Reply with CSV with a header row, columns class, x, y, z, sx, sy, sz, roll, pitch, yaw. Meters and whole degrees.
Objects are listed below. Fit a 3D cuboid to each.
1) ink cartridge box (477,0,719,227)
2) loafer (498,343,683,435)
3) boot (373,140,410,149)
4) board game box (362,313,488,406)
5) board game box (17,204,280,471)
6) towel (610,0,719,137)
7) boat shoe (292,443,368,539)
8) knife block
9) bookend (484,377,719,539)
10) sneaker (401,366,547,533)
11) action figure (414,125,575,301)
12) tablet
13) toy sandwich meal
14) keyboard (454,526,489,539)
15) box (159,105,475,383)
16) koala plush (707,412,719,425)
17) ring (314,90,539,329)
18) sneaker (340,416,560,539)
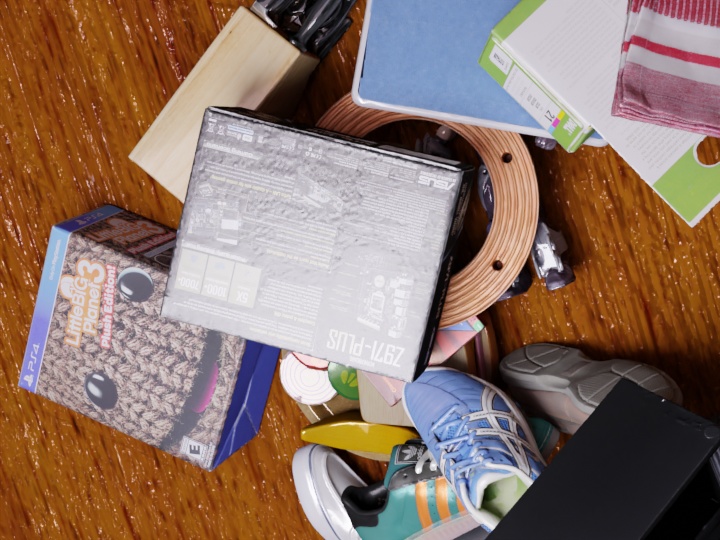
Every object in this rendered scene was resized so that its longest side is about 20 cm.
class,x,y,z,sx,sy,sz,roll,pitch,yaw
ink cartridge box,0.208,-0.142,1.127,0.148,0.076,0.200,-44,86,-10
loafer,0.185,0.106,1.202,0.200,0.072,0.063,18,130,59
boot,-0.037,-0.067,1.294,0.200,0.074,0.076,-1,82,19
board game box,0.000,0.000,1.235,0.103,0.019,0.200,-42,81,16
board game box,-0.178,0.056,1.354,0.200,0.097,0.160,21,110,15
towel,0.261,-0.191,1.088,0.144,0.023,0.200,10,80,-3
boat shoe,0.019,0.227,1.335,0.065,0.074,0.200,-29,102,32
knife block,-0.084,-0.166,1.223,0.064,0.200,0.176,39,144,9
bookend,0.181,0.217,1.066,0.092,0.200,0.199,27,156,43
sneaker,0.097,0.139,1.149,0.076,0.077,0.200,-51,57,9
action figure,0.114,-0.080,1.221,0.130,0.069,0.200,-16,94,29
tablet,0.100,-0.171,1.172,0.200,0.014,0.130,10,78,-1
toy sandwich meal,0.017,0.081,1.297,0.205,0.070,0.205,5,105,20
keyboard,0.162,0.249,1.299,0.200,0.040,0.104,-26,92,26
box,-0.030,-0.023,1.159,0.200,0.086,0.164,14,98,9
koala plush,0.306,0.141,1.154,0.177,0.184,0.200,34,144,-12
ring,0.042,-0.053,1.200,0.200,0.019,0.201,1,94,17
sneaker,0.066,0.165,1.234,0.200,0.071,0.080,-38,100,27
